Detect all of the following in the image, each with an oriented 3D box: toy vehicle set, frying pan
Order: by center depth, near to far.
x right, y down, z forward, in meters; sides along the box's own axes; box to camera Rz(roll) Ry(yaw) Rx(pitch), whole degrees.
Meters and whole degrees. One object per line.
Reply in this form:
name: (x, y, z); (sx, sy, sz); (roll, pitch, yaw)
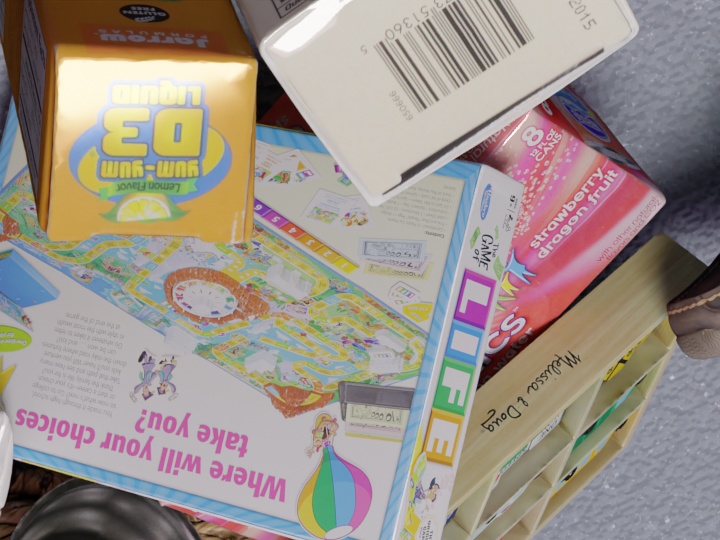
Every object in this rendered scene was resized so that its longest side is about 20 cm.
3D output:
frying pan: (-0.069, 0.142, 0.914); (0.031, 0.116, 0.189); (-14, 156, 40)
toy vehicle set: (0.050, 0.081, 0.929); (0.200, 0.026, 0.125); (-39, 159, -33)

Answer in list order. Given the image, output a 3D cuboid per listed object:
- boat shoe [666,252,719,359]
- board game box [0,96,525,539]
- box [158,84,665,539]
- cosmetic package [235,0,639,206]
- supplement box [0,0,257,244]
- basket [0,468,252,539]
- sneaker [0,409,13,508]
boat shoe: (0.177, -0.039, 0.934); (0.200, 0.074, 0.074); (-39, 98, -33)
board game box: (-0.051, 0.015, 0.848); (0.034, 0.199, 0.135); (20, 83, -59)
box: (0.000, 0.000, 0.907); (0.200, 0.095, 0.102); (-47, 141, 13)
cosmetic package: (0.006, -0.116, 0.800); (0.105, 0.200, 0.071); (-32, 122, 6)
supplement box: (-0.081, -0.079, 0.798); (0.066, 0.200, 0.069); (1, 119, -14)
basket: (-0.097, 0.184, 1.020); (0.199, 0.150, 0.143); (8, 149, -18)
sneaker: (-0.206, 0.121, 0.871); (0.129, 0.079, 0.200); (19, 115, 16)
